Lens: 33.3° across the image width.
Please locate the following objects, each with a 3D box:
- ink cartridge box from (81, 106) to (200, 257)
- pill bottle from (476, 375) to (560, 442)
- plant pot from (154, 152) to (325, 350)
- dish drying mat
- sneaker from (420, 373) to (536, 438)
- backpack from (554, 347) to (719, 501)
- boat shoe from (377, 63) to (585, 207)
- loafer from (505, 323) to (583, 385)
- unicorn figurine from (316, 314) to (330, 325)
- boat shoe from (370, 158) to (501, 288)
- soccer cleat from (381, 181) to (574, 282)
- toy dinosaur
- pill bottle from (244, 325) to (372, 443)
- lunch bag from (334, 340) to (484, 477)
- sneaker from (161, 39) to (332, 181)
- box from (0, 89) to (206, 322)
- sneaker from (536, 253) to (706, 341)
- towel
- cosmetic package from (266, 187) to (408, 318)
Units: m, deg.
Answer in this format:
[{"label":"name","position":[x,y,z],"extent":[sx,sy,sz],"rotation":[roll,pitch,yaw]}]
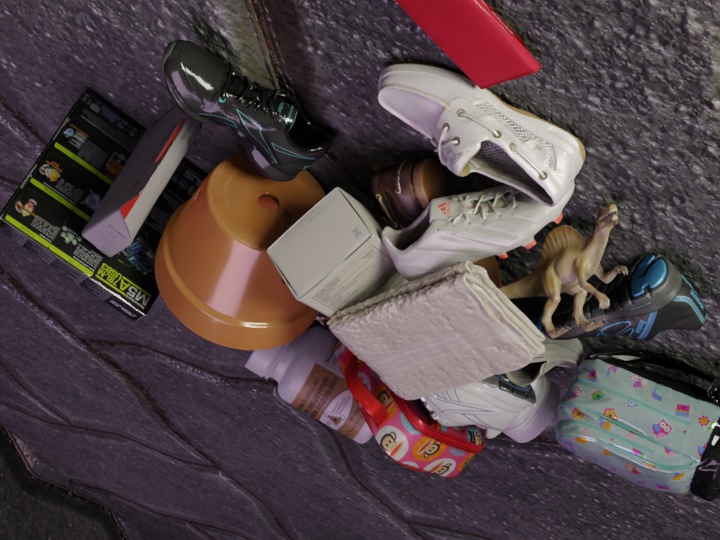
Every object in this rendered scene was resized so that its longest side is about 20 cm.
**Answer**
[{"label":"ink cartridge box","position":[-0.216,-0.109,1.295],"extent":[0.050,0.162,0.199],"rotation":[37,154,-21]},{"label":"pill bottle","position":[0.136,0.114,1.415],"extent":[0.199,0.113,0.112],"rotation":[37,154,-18]},{"label":"plant pot","position":[-0.117,-0.035,1.326],"extent":[0.199,0.201,0.141],"rotation":[28,138,0]},{"label":"dish drying mat","position":[0.059,-0.222,0.967],"extent":[0.200,0.018,0.076],"rotation":[40,154,-26]},{"label":"sneaker","position":[0.093,0.128,1.320],"extent":[0.198,0.075,0.088],"rotation":[25,115,-13]},{"label":"backpack","position":[0.316,0.170,1.321],"extent":[0.198,0.127,0.167],"rotation":[22,158,21]},{"label":"boat shoe","position":[0.097,-0.118,1.063],"extent":[0.198,0.070,0.071],"rotation":[25,157,10]},{"label":"loafer","position":[0.178,0.091,1.312],"extent":[0.069,0.071,0.199],"rotation":[-6,165,43]},{"label":"unicorn figurine","position":[-0.097,0.030,1.490],"extent":[0.137,0.074,0.200],"rotation":[20,162,38]},{"label":"boat shoe","position":[0.080,-0.034,1.237],"extent":[0.070,0.071,0.201],"rotation":[-10,128,32]},{"label":"soccer cleat","position":[0.107,-0.047,1.130],"extent":[0.199,0.070,0.078],"rotation":[-29,117,32]},{"label":"toy dinosaur","position":[0.194,0.011,1.163],"extent":[0.058,0.102,0.200],"rotation":[3,151,-42]},{"label":"pill bottle","position":[-0.053,0.143,1.663],"extent":[0.199,0.115,0.114],"rotation":[30,155,-4]},{"label":"lunch bag","position":[0.048,0.150,1.462],"extent":[0.175,0.082,0.201],"rotation":[24,-153,-43]},{"label":"sneaker","position":[-0.110,-0.168,1.201],"extent":[0.079,0.076,0.199],"rotation":[-15,141,41]},{"label":"box","position":[-0.289,-0.075,1.398],"extent":[0.199,0.194,0.047],"rotation":[35,156,-17]},{"label":"sneaker","position":[0.255,0.046,1.208],"extent":[0.082,0.074,0.199],"rotation":[37,154,-20]},{"label":"towel","position":[0.074,0.062,1.189],"extent":[0.199,0.035,0.133],"rotation":[-21,124,41]},{"label":"cosmetic package","position":[0.000,0.000,1.262],"extent":[0.073,0.103,0.200],"rotation":[55,-170,29]}]
